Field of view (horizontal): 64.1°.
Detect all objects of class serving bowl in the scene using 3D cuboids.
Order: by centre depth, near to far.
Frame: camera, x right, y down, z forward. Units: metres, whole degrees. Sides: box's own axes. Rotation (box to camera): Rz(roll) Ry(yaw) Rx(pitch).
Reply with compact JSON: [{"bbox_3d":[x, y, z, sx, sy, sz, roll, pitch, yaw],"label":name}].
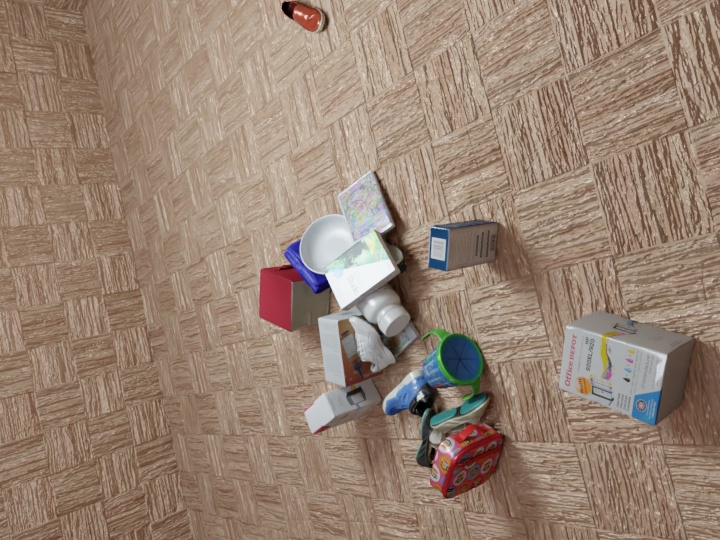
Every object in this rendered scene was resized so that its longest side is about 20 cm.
[{"bbox_3d":[-0.087,-0.073,1.801,0.199,0.066,0.202,-8,66,18],"label":"serving bowl"}]

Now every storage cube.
[{"bbox_3d":[-0.222,0.089,1.948,0.179,0.170,0.202,17,109,43],"label":"storage cube"}]

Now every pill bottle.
[{"bbox_3d":[0.049,0.090,1.659,0.200,0.114,0.115,48,129,31],"label":"pill bottle"}]

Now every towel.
[{"bbox_3d":[-0.140,-0.031,1.855,0.200,0.147,0.050,49,161,29],"label":"towel"}]

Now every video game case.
[{"bbox_3d":[0.013,-0.176,1.693,0.143,0.018,0.201,-33,61,27],"label":"video game case"},{"bbox_3d":[0.075,0.173,1.746,0.200,0.023,0.183,-50,61,41],"label":"video game case"}]

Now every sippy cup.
[{"bbox_3d":[0.232,0.250,1.519,0.130,0.139,0.179,136,139,-54],"label":"sippy cup"}]

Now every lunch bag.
[{"bbox_3d":[0.272,0.468,1.457,0.082,0.199,0.177,32,121,44],"label":"lunch bag"}]

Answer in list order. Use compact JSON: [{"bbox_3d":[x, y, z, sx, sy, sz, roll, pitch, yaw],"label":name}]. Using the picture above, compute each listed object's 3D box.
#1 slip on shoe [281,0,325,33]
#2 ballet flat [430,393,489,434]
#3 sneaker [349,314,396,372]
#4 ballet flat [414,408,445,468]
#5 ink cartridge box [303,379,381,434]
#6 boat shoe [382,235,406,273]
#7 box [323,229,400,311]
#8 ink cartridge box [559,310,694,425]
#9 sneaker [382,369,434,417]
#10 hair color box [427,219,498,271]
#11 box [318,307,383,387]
[{"bbox_3d":[-0.182,-0.802,1.812,0.200,0.061,0.074,42,124,33],"label":"slip on shoe"},{"bbox_3d":[0.277,0.389,1.537,0.200,0.069,0.070,-34,72,34],"label":"ballet flat"},{"bbox_3d":[0.024,0.215,1.667,0.201,0.087,0.074,55,172,-18],"label":"sneaker"},{"bbox_3d":[0.205,0.482,1.639,0.068,0.068,0.201,25,126,32],"label":"ballet flat"},{"bbox_3d":[-0.057,0.427,1.809,0.148,0.199,0.086,-48,62,41],"label":"ink cartridge box"},{"bbox_3d":[0.063,-0.054,1.682,0.200,0.075,0.060,50,173,48],"label":"boat shoe"},{"bbox_3d":[0.000,0.000,1.622,0.200,0.036,0.145,-37,62,18],"label":"box"},{"bbox_3d":[0.529,0.188,1.157,0.199,0.144,0.148,18,111,45],"label":"ink cartridge box"},{"bbox_3d":[0.142,0.391,1.671,0.200,0.076,0.112,-54,47,31],"label":"sneaker"},{"bbox_3d":[0.248,-0.063,1.377,0.060,0.199,0.101,16,109,44],"label":"hair color box"},{"bbox_3d":[-0.028,0.228,1.738,0.106,0.152,0.202,2,101,52],"label":"box"}]
